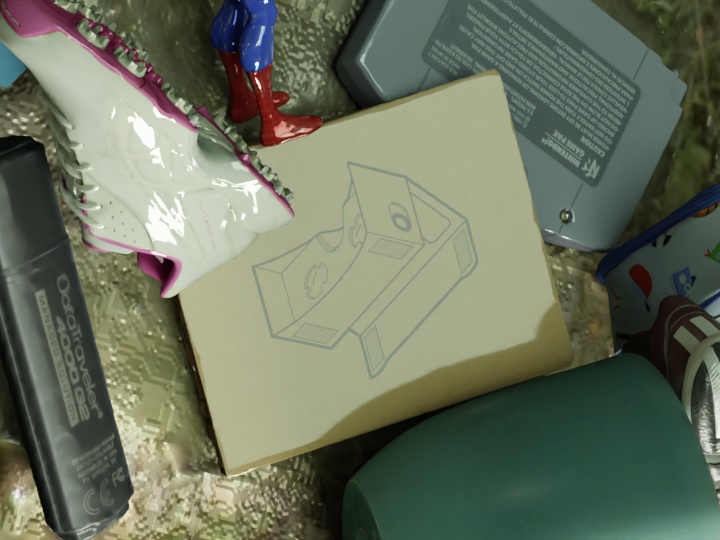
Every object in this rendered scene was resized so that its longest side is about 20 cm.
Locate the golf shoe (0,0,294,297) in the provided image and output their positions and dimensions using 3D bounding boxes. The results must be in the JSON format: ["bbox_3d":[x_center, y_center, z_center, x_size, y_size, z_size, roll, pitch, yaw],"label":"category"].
[{"bbox_3d":[-0.113,-0.054,1.038,0.091,0.075,0.200,-43,134,5],"label":"golf shoe"}]

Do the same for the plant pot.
[{"bbox_3d":[0.081,0.154,1.135,0.160,0.201,0.202,-9,96,-13],"label":"plant pot"}]

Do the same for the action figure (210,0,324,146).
[{"bbox_3d":[-0.059,-0.163,1.088,0.052,0.065,0.201,-23,122,-13],"label":"action figure"}]

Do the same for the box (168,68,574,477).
[{"bbox_3d":[0.000,0.000,1.153,0.199,0.021,0.164,-17,99,-14],"label":"box"}]

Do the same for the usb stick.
[{"bbox_3d":[-0.153,0.033,1.070,0.055,0.032,0.201,-33,116,-49],"label":"usb stick"}]

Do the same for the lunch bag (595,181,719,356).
[{"bbox_3d":[0.246,0.005,1.236,0.199,0.160,0.076,5,62,-33],"label":"lunch bag"}]

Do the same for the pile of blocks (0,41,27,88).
[{"bbox_3d":[-0.168,-0.151,1.044,0.062,0.082,0.201,34,75,-26],"label":"pile of blocks"}]

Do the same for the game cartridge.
[{"bbox_3d":[0.083,-0.100,1.218,0.200,0.040,0.134,35,71,-26],"label":"game cartridge"}]

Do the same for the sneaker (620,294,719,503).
[{"bbox_3d":[0.183,0.101,1.172,0.075,0.116,0.201,-12,120,-14],"label":"sneaker"}]
